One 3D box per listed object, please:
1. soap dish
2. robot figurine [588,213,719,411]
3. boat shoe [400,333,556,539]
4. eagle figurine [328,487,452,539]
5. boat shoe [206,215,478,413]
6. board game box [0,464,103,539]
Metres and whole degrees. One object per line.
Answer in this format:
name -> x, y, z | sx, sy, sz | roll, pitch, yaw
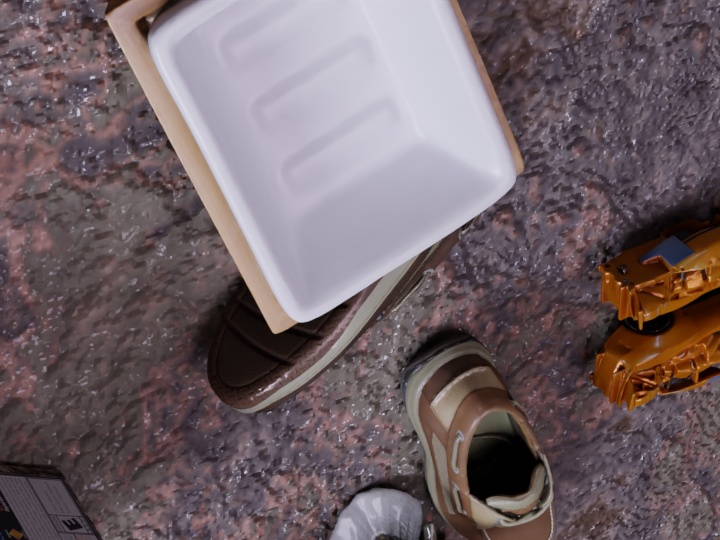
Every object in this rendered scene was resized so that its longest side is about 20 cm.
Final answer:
soap dish -> -0.022, -0.090, 1.047 | 0.157, 0.081, 0.201 | -33, 125, -10
robot figurine -> 0.238, 0.012, 1.356 | 0.199, 0.058, 0.146 | -20, 134, -21
boat shoe -> 0.081, 0.126, 1.323 | 0.075, 0.074, 0.200 | -35, 137, -6
eagle figurine -> 0.033, 0.243, 1.370 | 0.151, 0.152, 0.200 | 18, 156, -1
boat shoe -> 0.004, 0.004, 1.171 | 0.202, 0.075, 0.075 | -48, 143, 6
board game box -> -0.222, 0.179, 1.084 | 0.199, 0.160, 0.097 | 10, 117, -40
